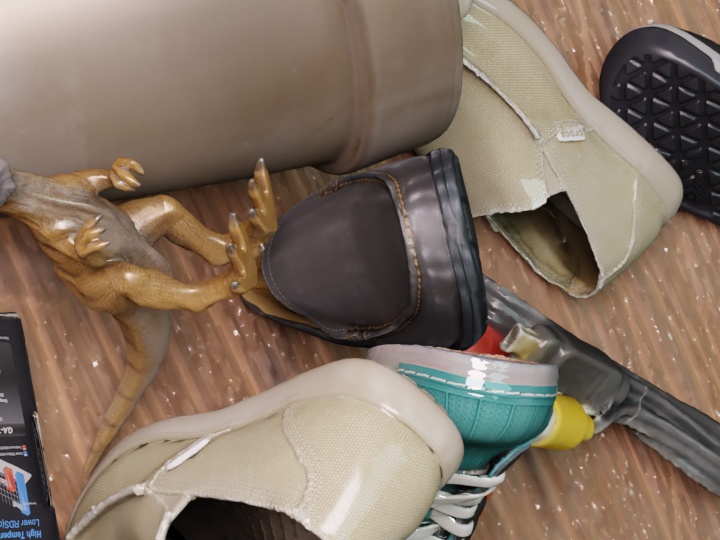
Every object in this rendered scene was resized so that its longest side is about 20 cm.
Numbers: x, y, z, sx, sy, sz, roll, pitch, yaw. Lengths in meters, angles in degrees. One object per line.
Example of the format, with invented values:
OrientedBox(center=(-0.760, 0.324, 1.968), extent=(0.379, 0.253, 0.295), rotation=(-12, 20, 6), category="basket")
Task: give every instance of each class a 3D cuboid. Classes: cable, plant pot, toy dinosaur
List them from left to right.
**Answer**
OrientedBox(center=(-0.086, -0.103, 0.918), extent=(0.173, 0.200, 0.200), rotation=(-26, 100, -16), category="plant pot")
OrientedBox(center=(-0.082, -0.001, 0.898), extent=(0.200, 0.106, 0.061), rotation=(60, 27, -55), category="toy dinosaur")
OrientedBox(center=(0.094, 0.057, 1.093), extent=(0.050, 0.097, 0.200), rotation=(-52, 138, 8), category="cable")

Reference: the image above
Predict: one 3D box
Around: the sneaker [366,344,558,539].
OrientedBox(center=(0.023, 0.077, 0.949), extent=(0.071, 0.200, 0.080), rotation=(8, 76, -11), category="sneaker")

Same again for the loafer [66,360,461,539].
OrientedBox(center=(-0.049, 0.091, 0.887), extent=(0.076, 0.200, 0.068), rotation=(44, 47, -11), category="loafer")

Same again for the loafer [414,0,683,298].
OrientedBox(center=(0.055, -0.056, 1.057), extent=(0.200, 0.076, 0.068), rotation=(34, 63, -28), category="loafer")

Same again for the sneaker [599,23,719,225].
OrientedBox(center=(0.184, -0.062, 1.166), extent=(0.200, 0.072, 0.083), rotation=(33, 44, -28), category="sneaker")

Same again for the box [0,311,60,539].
OrientedBox(center=(-0.180, 0.113, 0.846), extent=(0.200, 0.050, 0.199), rotation=(1, 74, -50), category="box")

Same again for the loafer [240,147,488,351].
OrientedBox(center=(0.000, 0.000, 0.944), extent=(0.072, 0.200, 0.073), rotation=(-8, 83, -10), category="loafer")

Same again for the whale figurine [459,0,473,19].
OrientedBox(center=(-0.007, -0.187, 0.990), extent=(0.159, 0.103, 0.201), rotation=(55, 23, -63), category="whale figurine")
